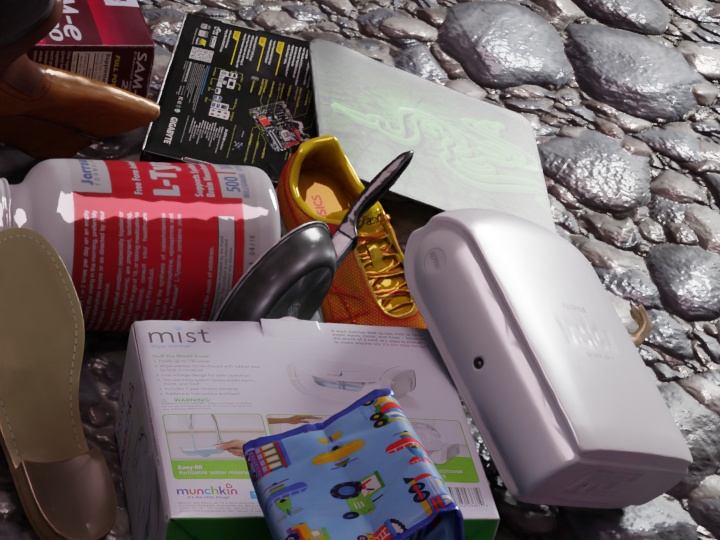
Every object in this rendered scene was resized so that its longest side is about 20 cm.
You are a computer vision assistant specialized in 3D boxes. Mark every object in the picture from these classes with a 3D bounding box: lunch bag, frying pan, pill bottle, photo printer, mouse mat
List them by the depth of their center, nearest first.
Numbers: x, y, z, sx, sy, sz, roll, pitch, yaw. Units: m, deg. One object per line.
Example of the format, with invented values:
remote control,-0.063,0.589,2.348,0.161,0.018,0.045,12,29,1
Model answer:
lunch bag,0.020,0.192,1.306,0.094,0.201,0.151,-21,25,-5
photo printer,0.114,0.051,1.525,0.166,0.069,0.201,12,46,-54
frying pan,-0.031,0.004,1.558,0.031,0.115,0.190,40,45,18
pill bottle,-0.160,-0.016,1.575,0.199,0.113,0.112,1,38,-17
mouse mat,0.053,-0.095,1.786,0.199,0.008,0.161,20,36,-22

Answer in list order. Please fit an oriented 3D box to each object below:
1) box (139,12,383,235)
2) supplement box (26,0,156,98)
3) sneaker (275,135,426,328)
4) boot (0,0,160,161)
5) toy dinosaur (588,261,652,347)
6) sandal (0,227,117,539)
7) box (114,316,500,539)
box,-0.072,-0.106,1.776,0.159,0.050,0.200,14,36,-4
supplement box,-0.257,-0.167,1.730,0.199,0.061,0.109,-2,39,-21
sneaker,0.000,0.000,1.616,0.073,0.077,0.200,-24,69,-27
boot,-0.210,-0.126,1.607,0.200,0.188,0.069,23,51,-45
toy dinosaur,0.147,0.059,1.642,0.101,0.058,0.200,-33,65,-24
sandal,-0.206,0.083,1.476,0.077,0.070,0.213,-3,62,-31
box,-0.037,0.119,1.452,0.199,0.097,0.177,1,38,-16
